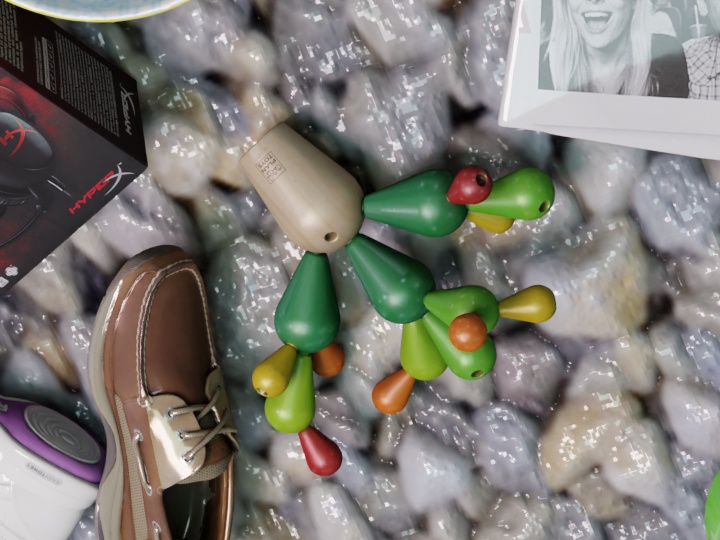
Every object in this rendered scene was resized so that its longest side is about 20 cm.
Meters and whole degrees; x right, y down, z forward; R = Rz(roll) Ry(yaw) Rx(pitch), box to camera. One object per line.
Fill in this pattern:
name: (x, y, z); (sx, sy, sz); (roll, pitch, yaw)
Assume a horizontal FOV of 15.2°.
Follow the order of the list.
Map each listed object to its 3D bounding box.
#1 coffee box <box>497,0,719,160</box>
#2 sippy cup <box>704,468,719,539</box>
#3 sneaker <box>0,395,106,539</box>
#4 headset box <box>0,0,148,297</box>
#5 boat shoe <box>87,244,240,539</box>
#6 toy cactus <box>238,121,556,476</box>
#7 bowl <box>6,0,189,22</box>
coffee box: (0.181, -0.171, 1.185); (0.199, 0.200, 0.198); (9, 114, 6)
sippy cup: (0.270, 0.108, 1.336); (0.177, 0.140, 0.130); (-15, 123, 41)
sneaker: (-0.237, 0.092, 1.439); (0.200, 0.075, 0.100); (32, 113, -4)
headset box: (-0.228, -0.078, 1.324); (0.149, 0.075, 0.200); (-39, 128, 22)
boat shoe: (-0.093, 0.080, 1.400); (0.072, 0.076, 0.201); (27, 131, 37)
toy cactus: (0.000, 0.000, 1.358); (0.165, 0.102, 0.200); (46, 121, 0)
bowl: (-0.119, -0.228, 1.263); (0.199, 0.108, 0.201); (4, 114, 8)
